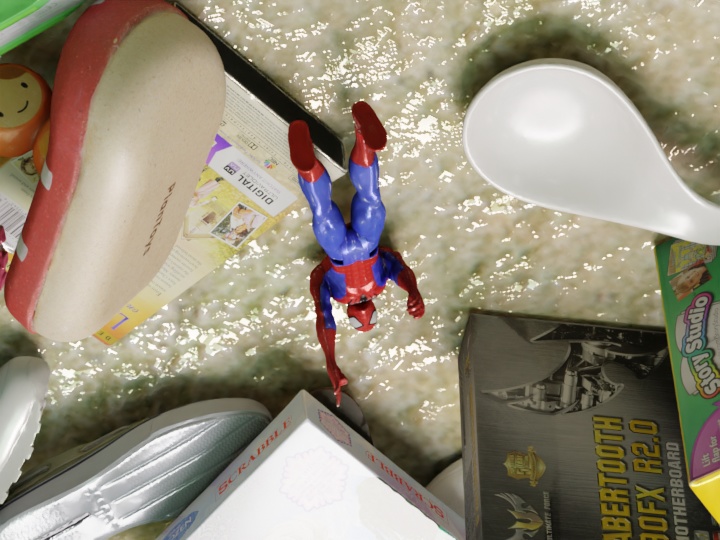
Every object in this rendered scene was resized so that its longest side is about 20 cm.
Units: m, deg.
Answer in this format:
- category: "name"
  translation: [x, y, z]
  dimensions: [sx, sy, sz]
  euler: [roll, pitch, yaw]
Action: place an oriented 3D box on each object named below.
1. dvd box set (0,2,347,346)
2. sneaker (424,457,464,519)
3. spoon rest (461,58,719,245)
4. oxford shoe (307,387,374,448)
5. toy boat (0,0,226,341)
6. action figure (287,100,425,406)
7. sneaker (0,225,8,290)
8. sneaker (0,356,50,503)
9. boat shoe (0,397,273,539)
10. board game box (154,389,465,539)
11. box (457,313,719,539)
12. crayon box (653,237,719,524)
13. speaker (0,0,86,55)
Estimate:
- category: "dvd box set"
  translation: [-0.128, -0.052, 1.675]
  dimensions: [0.200, 0.029, 0.146]
  euler: [-36, 124, 26]
- category: "sneaker"
  translation: [0.119, 0.153, 1.838]
  dimensions: [0.199, 0.081, 0.071]
  euler: [-19, 132, 16]
- category: "spoon rest"
  translation: [0.152, -0.063, 1.657]
  dimensions: [0.199, 0.061, 0.100]
  euler: [19, 129, -19]
- category: "oxford shoe"
  translation: [-0.026, 0.157, 1.850]
  dimensions: [0.071, 0.071, 0.201]
  euler: [-1, 116, -3]
- category: "toy boat"
  translation: [-0.160, -0.069, 1.577]
  dimensions: [0.130, 0.131, 0.201]
  euler: [32, 128, 10]
- category: "action figure"
  translation: [0.000, 0.000, 1.663]
  dimensions: [0.065, 0.099, 0.200]
  euler: [-15, 151, -4]
- category: "sneaker"
  translation: [-0.285, -0.047, 1.637]
  dimensions: [0.200, 0.081, 0.075]
  euler: [43, 135, -8]
- category: "sneaker"
  translation: [-0.261, 0.119, 1.801]
  dimensions: [0.080, 0.077, 0.200]
  euler: [31, 123, -13]
- category: "boat shoe"
  translation: [-0.150, 0.125, 1.811]
  dimensions: [0.199, 0.062, 0.072]
  euler: [-23, 123, -5]
- category: "board game box"
  translation: [-0.030, 0.207, 1.812]
  dimensions: [0.199, 0.041, 0.200]
  euler: [39, 106, -19]
- category: "box"
  translation: [0.141, 0.119, 1.726]
  dimensions: [0.157, 0.201, 0.048]
  euler: [7, 135, -7]
- category: "crayon box"
  translation: [0.245, 0.093, 1.706]
  dimensions: [0.058, 0.201, 0.173]
  euler: [-25, 129, 19]
- category: "speaker"
  translation: [-0.212, -0.157, 1.541]
  dimensions: [0.199, 0.089, 0.089]
  euler: [-26, 128, 20]
